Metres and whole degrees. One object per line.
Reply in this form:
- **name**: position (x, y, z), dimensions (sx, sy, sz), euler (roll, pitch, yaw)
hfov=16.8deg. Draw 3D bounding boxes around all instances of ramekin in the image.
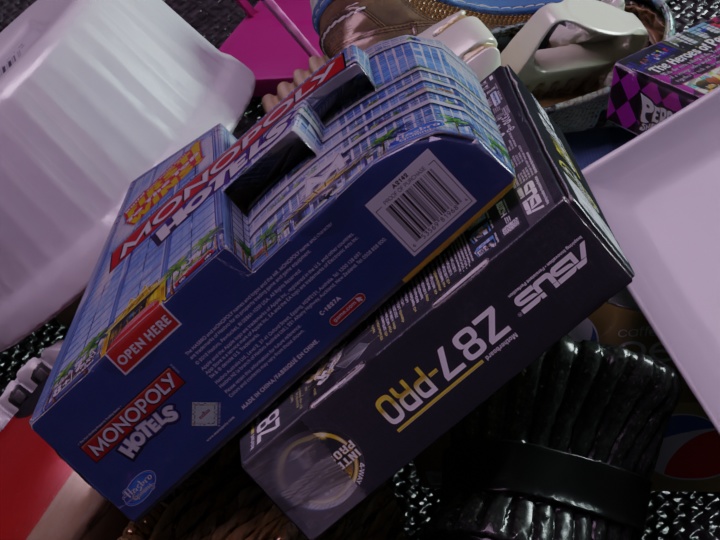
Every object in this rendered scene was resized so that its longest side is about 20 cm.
- **ramekin**: position (-0.156, -0.061, 1.206), dimensions (0.200, 0.098, 0.201), euler (-40, 15, 13)

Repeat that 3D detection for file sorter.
- **file sorter**: position (-0.028, -0.207, 1.301), dimensions (0.200, 0.125, 0.139), euler (-52, 26, -20)

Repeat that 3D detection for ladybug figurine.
- **ladybug figurine**: position (-0.125, 0.092, 1.076), dimensions (0.072, 0.136, 0.200), euler (38, 84, 5)

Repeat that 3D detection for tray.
- **tray**: position (0.179, 0.020, 0.999), dimensions (0.107, 0.022, 0.201), euler (-31, 75, 0)

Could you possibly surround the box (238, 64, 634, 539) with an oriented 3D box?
- **box**: position (0.021, 0.005, 0.979), dimensions (0.161, 0.049, 0.200), euler (-38, 18, 8)

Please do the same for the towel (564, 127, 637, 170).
- **towel**: position (0.095, -0.030, 1.142), dimensions (0.199, 0.049, 0.112), euler (7, 43, -13)

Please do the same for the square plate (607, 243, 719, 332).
- **square plate**: position (0.222, -0.022, 1.083), dimensions (0.197, 0.029, 0.200), euler (13, 33, 11)

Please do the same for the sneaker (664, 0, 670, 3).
- **sneaker**: position (0.074, -0.155, 1.285), dimensions (0.199, 0.092, 0.076), euler (-31, 45, -10)

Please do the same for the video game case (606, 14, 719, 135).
- **video game case**: position (0.243, -0.076, 1.111), dimensions (0.181, 0.036, 0.200), euler (30, 40, 33)

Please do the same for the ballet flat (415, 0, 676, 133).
- **ballet flat**: position (0.062, -0.092, 1.109), dimensions (0.199, 0.075, 0.074), euler (-16, 39, -32)

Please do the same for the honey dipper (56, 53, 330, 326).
- **honey dipper**: position (-0.079, -0.037, 1.228), dimensions (0.200, 0.038, 0.038), euler (-40, 44, 10)

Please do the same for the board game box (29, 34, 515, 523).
- **board game box**: position (-0.039, -0.021, 0.990), dimensions (0.200, 0.062, 0.200), euler (-42, 18, 10)

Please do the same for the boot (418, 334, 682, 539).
- **boot**: position (0.039, 0.098, 0.953), dimensions (0.079, 0.211, 0.159), euler (10, 91, 41)

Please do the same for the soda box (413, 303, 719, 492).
- **soda box**: position (0.121, 0.055, 1.090), dimensions (0.199, 0.064, 0.068), euler (-1, 46, 18)

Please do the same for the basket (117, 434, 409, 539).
- **basket**: position (-0.090, 0.149, 1.018), dimensions (0.149, 0.143, 0.200), euler (21, 57, 33)

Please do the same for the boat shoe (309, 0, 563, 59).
- **boat shoe**: position (0.069, -0.097, 1.209), dimensions (0.199, 0.072, 0.073), euler (8, 53, -20)

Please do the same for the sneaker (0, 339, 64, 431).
- **sneaker**: position (-0.108, 0.043, 1.183), dimensions (0.075, 0.081, 0.200), euler (42, 85, 3)
